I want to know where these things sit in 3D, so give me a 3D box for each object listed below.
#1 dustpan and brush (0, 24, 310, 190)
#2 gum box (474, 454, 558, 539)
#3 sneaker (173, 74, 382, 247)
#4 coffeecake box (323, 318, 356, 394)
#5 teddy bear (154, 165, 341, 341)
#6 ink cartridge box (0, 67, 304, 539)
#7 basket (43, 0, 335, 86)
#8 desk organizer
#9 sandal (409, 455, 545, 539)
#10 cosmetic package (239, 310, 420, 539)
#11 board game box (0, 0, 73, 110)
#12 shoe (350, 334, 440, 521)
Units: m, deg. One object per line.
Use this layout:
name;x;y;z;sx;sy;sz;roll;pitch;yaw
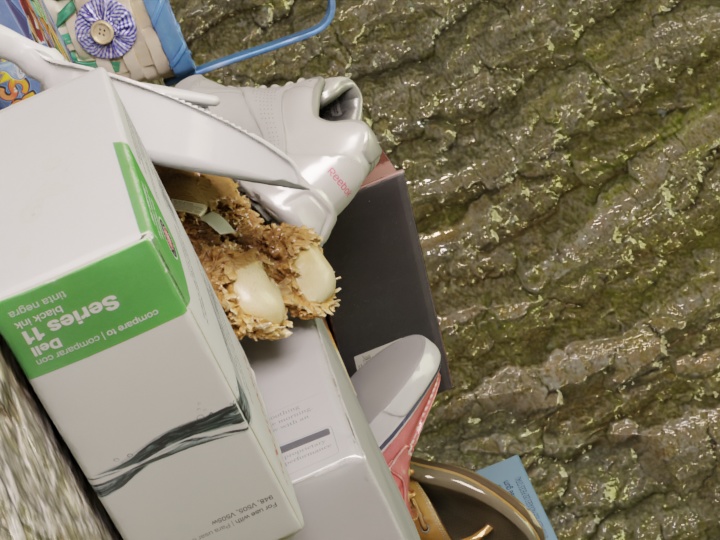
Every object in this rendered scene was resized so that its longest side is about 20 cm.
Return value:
dustpan and brush;-0.135;-0.088;1.169;0.140;0.200;0.057;13;-87;61
gum box;0.044;0.220;1.685;0.170;0.200;0.045;-110;179;-67
sneaker;-0.046;-0.080;1.404;0.078;0.099;0.200;53;-8;-37
coffeecake box;-0.098;0.001;1.492;0.154;0.073;0.200;11;53;-65
teddy bear;-0.104;-0.018;1.274;0.145;0.200;0.067;-56;168;-59
ink cartridge box;-0.108;0.030;1.104;0.147;0.083;0.200;-113;179;-52
basket;-0.134;-0.199;1.511;0.176;0.200;0.139;65;-5;-14
desk organizer;0.000;0.000;1.561;0.077;0.072;0.200;-122;-167;-47
sandal;0.028;0.158;1.597;0.054;0.200;0.080;-64;-179;-36
cosmetic package;-0.036;0.145;1.288;0.200;0.123;0.199;-109;176;-61
board game box;-0.205;-0.146;1.346;0.200;0.034;0.135;66;2;-47
shoe;0.008;0.144;1.525;0.091;0.200;0.071;43;-18;-24
